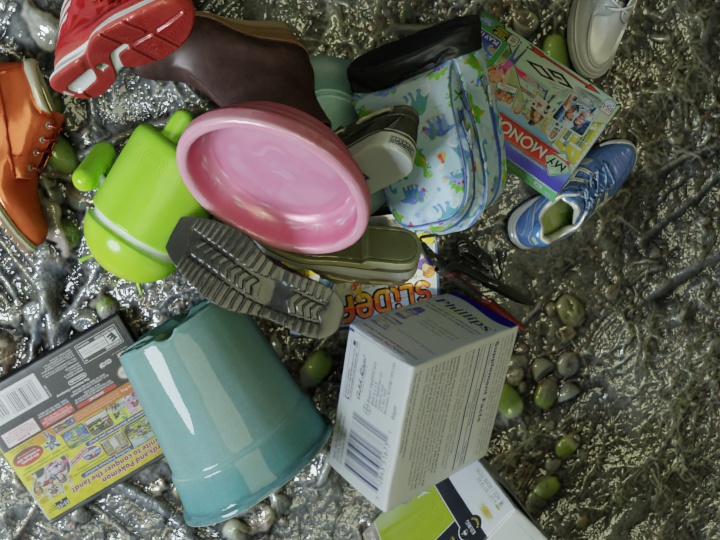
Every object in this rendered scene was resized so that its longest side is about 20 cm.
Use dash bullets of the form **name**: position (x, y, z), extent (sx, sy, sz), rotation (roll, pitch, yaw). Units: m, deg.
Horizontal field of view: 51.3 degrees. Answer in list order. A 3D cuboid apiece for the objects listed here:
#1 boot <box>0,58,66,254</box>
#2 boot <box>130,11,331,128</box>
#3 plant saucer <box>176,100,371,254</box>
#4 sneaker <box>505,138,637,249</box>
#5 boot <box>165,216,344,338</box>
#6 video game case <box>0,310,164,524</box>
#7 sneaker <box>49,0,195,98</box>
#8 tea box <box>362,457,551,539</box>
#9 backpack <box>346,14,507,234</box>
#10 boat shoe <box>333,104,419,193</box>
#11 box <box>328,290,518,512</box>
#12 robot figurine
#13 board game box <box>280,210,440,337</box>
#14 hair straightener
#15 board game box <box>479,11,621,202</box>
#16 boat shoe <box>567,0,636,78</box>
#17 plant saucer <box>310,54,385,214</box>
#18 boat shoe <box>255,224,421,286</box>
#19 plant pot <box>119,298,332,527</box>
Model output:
- **boot**: position (-0.360, -0.123, 0.804), extent (0.105, 0.075, 0.205), rotation (-18, 104, -13)
- **boot**: position (-0.140, -0.195, 0.792), extent (0.195, 0.169, 0.073), rotation (-12, 148, -15)
- **plant saucer**: position (-0.080, -0.093, 0.734), extent (0.198, 0.200, 0.052), rotation (29, 60, -16)
- **sneaker**: position (0.279, -0.091, 0.951), extent (0.199, 0.077, 0.076), rotation (-41, 106, -3)
- **boot**: position (-0.116, 0.014, 0.830), extent (0.198, 0.138, 0.078), rotation (33, 86, -5)
- **video game case**: position (-0.329, 0.177, 0.898), extent (0.197, 0.025, 0.184), rotation (-29, 106, -6)
- **sneaker**: position (-0.248, -0.264, 0.752), extent (0.196, 0.078, 0.119), rotation (-17, 74, 29)
- **tea box**: position (0.127, 0.355, 0.948), extent (0.197, 0.200, 0.134), rotation (-44, 108, 1)
- **backpack**: position (0.079, -0.142, 0.813), extent (0.160, 0.155, 0.203), rotation (-8, 122, 32)
- **boat shoe**: position (-0.012, -0.113, 0.783), extent (0.070, 0.198, 0.065), rotation (34, 57, -33)
- **box**: position (0.074, 0.145, 0.882), extent (0.197, 0.104, 0.188), rotation (-13, 121, -43)
- **robot figurine**: position (-0.223, -0.076, 0.820), extent (0.174, 0.116, 0.202), rotation (32, 94, -18)
- **board game box**: position (0.000, 0.000, 0.929), extent (0.195, 0.034, 0.139), rotation (-8, 103, -11)
- **hair straightener**: position (0.152, -0.001, 0.947), extent (0.198, 0.041, 0.078), rotation (33, 80, -25)
- **board game box**: position (0.182, -0.193, 0.872), extent (0.198, 0.029, 0.135), rotation (37, 80, 11)
- **boat shoe**: position (0.308, -0.338, 0.909), extent (0.070, 0.069, 0.205), rotation (13, 99, -15)
- **plant saucer**: position (-0.038, -0.151, 0.868), extent (0.196, 0.039, 0.207), rotation (0, 90, -12)
- **boat shoe**: position (-0.031, -0.018, 0.857), extent (0.195, 0.069, 0.076), rotation (12, 56, 2)
- **plant pot**: position (-0.160, 0.141, 0.851), extent (0.197, 0.200, 0.199), rotation (-29, 99, -5)
